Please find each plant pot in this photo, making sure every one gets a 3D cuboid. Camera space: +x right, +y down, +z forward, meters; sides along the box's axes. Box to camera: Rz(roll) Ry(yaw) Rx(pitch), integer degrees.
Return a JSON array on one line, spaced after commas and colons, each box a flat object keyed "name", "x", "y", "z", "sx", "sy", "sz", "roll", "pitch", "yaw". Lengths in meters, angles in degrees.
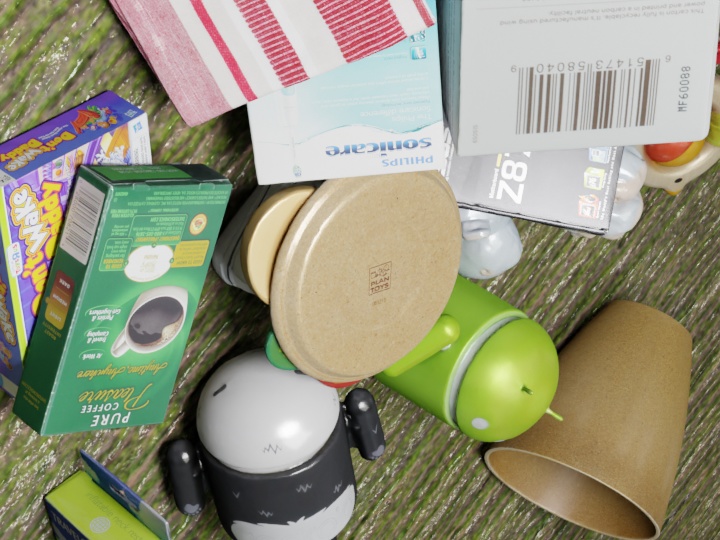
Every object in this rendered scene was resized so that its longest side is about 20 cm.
[{"name": "plant pot", "x": 0.249, "y": 0.137, "z": 2.108, "sx": 0.200, "sy": 0.186, "sz": 0.186, "roll": -62, "pitch": 146, "yaw": -17}]

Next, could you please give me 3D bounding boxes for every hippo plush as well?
[{"name": "hippo plush", "x": 0.140, "y": -0.069, "z": 1.827, "sx": 0.161, "sy": 0.159, "sz": 0.200, "roll": -42, "pitch": 141, "yaw": -23}]

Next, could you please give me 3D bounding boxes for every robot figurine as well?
[{"name": "robot figurine", "x": 0.085, "y": 0.070, "z": 1.825, "sx": 0.116, "sy": 0.200, "sz": 0.175, "roll": -58, "pitch": 147, "yaw": -2}, {"name": "robot figurine", "x": -0.069, "y": 0.155, "z": 1.776, "sx": 0.150, "sy": 0.125, "sz": 0.200, "roll": -46, "pitch": 144, "yaw": -33}]

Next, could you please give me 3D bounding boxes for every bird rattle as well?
[{"name": "bird rattle", "x": 0.315, "y": -0.147, "z": 2.033, "sx": 0.163, "sy": 0.113, "sz": 0.200, "roll": -48, "pitch": 143, "yaw": 14}]

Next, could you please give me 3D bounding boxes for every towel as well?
[{"name": "towel", "x": -0.065, "y": -0.187, "z": 1.489, "sx": 0.200, "sy": 0.023, "sz": 0.144, "roll": -20, "pitch": 127, "yaw": 15}]

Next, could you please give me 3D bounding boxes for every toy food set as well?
[{"name": "toy food set", "x": 0.000, "y": 0.000, "z": 1.681, "sx": 0.200, "sy": 0.049, "sz": 0.198, "roll": -34, "pitch": 129, "yaw": -26}]

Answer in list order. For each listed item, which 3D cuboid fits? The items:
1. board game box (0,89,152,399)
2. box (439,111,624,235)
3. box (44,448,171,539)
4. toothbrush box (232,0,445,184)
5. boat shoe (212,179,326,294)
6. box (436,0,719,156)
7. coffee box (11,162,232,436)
[{"name": "board game box", "x": -0.212, "y": -0.014, "z": 1.550, "sx": 0.134, "sy": 0.045, "sz": 0.200, "roll": -31, "pitch": 136, "yaw": -32}, {"name": "box", "x": 0.142, "y": -0.141, "z": 1.751, "sx": 0.049, "sy": 0.161, "sz": 0.200, "roll": -159, "pitch": -100, "yaw": -86}, {"name": "box", "x": -0.187, "y": 0.250, "z": 1.703, "sx": 0.048, "sy": 0.122, "sz": 0.200, "roll": -35, "pitch": 138, "yaw": -26}, {"name": "toothbrush box", "x": -0.016, "y": -0.169, "z": 1.574, "sx": 0.146, "sy": 0.085, "sz": 0.200, "roll": -6, "pitch": 129, "yaw": 2}, {"name": "boat shoe", "x": -0.038, "y": -0.066, "z": 1.697, "sx": 0.074, "sy": 0.067, "sz": 0.200, "roll": 25, "pitch": 95, "yaw": -54}, {"name": "box", "x": 0.156, "y": -0.216, "z": 1.607, "sx": 0.199, "sy": 0.171, "sz": 0.200, "roll": -4, "pitch": 127, "yaw": -5}, {"name": "coffee box", "x": -0.173, "y": 0.021, "z": 1.543, "sx": 0.123, "sy": 0.044, "sz": 0.200, "roll": -5, "pitch": 118, "yaw": -48}]
